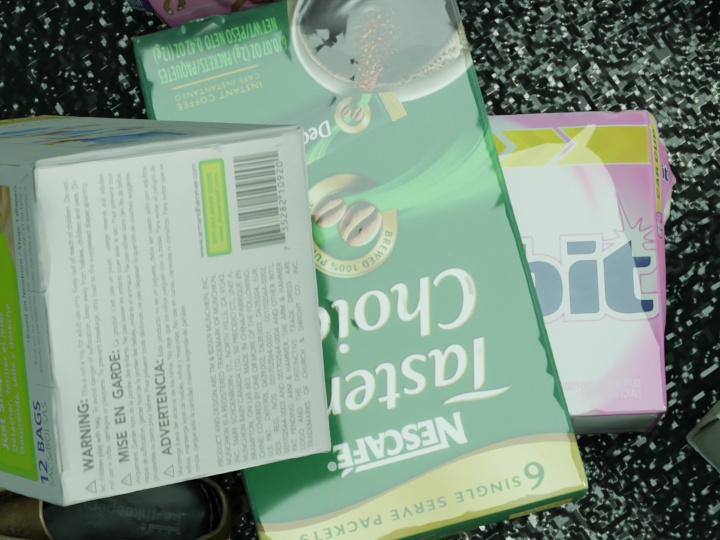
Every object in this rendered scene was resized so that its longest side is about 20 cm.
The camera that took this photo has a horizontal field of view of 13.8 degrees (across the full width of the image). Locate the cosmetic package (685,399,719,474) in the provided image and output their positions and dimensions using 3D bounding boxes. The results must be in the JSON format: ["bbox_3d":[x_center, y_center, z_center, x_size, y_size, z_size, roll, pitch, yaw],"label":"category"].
[{"bbox_3d":[0.228,0.022,1.106,0.103,0.087,0.200,43,82,6],"label":"cosmetic package"}]

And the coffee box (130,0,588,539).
[{"bbox_3d":[0.000,0.000,1.062,0.122,0.044,0.201,-14,82,-1],"label":"coffee box"}]

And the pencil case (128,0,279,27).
[{"bbox_3d":[0.000,-0.146,1.089,0.199,0.086,0.083,-13,97,35],"label":"pencil case"}]

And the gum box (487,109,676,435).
[{"bbox_3d":[0.022,0.005,1.118,0.198,0.066,0.114,-2,81,0],"label":"gum box"}]

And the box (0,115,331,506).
[{"bbox_3d":[-0.106,0.007,1.023,0.101,0.200,0.113,-9,99,-31],"label":"box"}]

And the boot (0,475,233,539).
[{"bbox_3d":[-0.144,0.085,1.086,0.198,0.075,0.074,0,82,-9],"label":"boot"}]
